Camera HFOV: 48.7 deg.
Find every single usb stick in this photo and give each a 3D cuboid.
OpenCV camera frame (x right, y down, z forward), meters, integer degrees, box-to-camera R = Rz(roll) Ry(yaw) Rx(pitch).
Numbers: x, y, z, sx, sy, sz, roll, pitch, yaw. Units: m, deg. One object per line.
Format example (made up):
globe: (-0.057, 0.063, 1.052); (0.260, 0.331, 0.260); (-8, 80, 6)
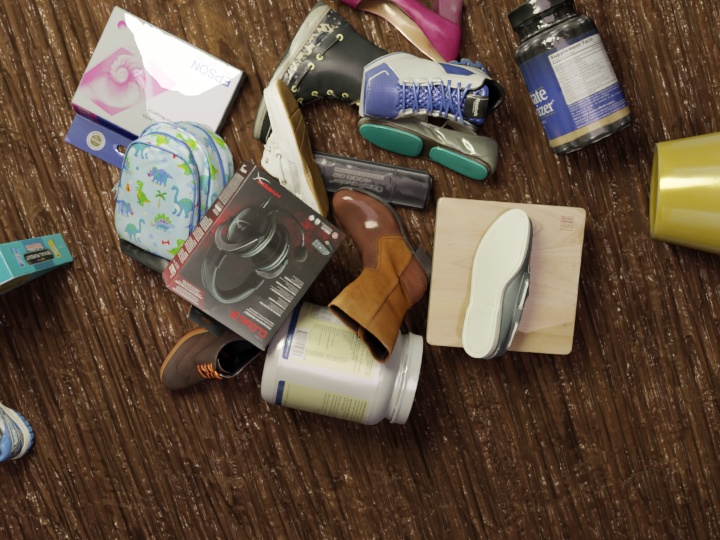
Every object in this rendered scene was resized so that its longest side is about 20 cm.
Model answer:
usb stick: (0.003, -0.127, 1.111); (0.198, 0.033, 0.056); (10, 106, -1)

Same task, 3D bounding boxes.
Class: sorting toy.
sorting toy: (0.196, 0.005, 1.106); (0.198, 0.070, 0.201); (4, 97, -1)

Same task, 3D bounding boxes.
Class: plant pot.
plant pot: (0.481, -0.100, 1.040); (0.187, 0.201, 0.203); (2, 97, 15)

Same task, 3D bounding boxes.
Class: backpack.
backpack: (-0.242, -0.096, 1.045); (0.162, 0.154, 0.201); (25, 99, 20)

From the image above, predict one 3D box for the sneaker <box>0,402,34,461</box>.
sneaker: (-0.553, 0.194, 1.122); (0.200, 0.085, 0.077); (41, 95, -3)

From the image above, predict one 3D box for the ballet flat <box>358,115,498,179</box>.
ballet flat: (0.096, -0.184, 1.097); (0.199, 0.067, 0.064); (20, 69, -3)

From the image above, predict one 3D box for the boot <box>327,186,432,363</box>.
boot: (0.000, 0.000, 1.045); (0.068, 0.200, 0.189); (-29, 105, 38)

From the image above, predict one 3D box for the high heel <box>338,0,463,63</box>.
high heel: (0.043, -0.335, 1.066); (0.198, 0.067, 0.097); (8, 86, -4)

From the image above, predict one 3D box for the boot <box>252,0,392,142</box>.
boot: (-0.043, -0.238, 1.079); (0.153, 0.074, 0.205); (29, 97, -6)

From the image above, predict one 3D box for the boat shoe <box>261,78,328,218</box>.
boat shoe: (-0.100, -0.149, 1.050); (0.069, 0.071, 0.201); (-9, 117, 14)

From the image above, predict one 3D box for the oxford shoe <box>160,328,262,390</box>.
oxford shoe: (-0.206, 0.120, 1.100); (0.199, 0.073, 0.071); (-33, 116, 22)

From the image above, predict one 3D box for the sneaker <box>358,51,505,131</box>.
sneaker: (0.105, -0.229, 1.023); (0.198, 0.115, 0.081); (-8, 118, -21)

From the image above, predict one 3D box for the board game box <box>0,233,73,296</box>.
board game box: (-0.486, 0.010, 1.043); (0.150, 0.200, 0.047); (-25, 96, 3)

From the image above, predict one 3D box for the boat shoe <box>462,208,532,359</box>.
boat shoe: (0.189, 0.020, 1.053); (0.062, 0.073, 0.202); (15, 90, -45)

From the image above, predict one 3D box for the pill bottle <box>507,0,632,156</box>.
pill bottle: (0.272, -0.264, 1.054); (0.111, 0.112, 0.201); (-24, 95, 3)

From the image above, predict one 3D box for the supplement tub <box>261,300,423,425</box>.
supplement tub: (-0.025, 0.127, 1.082); (0.198, 0.145, 0.146); (13, 96, -1)

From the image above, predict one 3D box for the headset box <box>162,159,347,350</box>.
headset box: (-0.138, -0.011, 0.990); (0.149, 0.077, 0.201); (37, 89, -23)

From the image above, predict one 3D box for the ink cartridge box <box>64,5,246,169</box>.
ink cartridge box: (-0.287, -0.226, 1.096); (0.195, 0.043, 0.201); (26, 94, -3)
